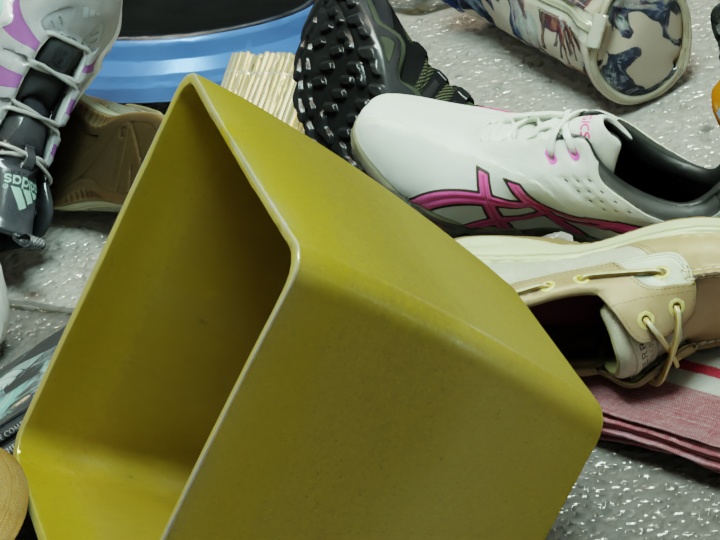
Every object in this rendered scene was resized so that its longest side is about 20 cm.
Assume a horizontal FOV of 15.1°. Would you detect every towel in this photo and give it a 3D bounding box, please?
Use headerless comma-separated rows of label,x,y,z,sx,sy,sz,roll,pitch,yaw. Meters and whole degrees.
towel,0.198,0.035,1.324,0.200,0.023,0.144,-32,32,-34

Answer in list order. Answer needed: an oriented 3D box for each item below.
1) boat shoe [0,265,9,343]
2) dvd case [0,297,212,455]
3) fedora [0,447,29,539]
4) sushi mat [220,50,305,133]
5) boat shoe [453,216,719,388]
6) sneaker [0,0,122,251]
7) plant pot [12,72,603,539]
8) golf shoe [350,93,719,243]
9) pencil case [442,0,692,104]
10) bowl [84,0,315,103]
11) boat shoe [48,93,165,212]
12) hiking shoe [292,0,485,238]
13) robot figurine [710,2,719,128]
boat shoe,-0.251,-0.043,1.495,0.072,0.200,0.069,-37,2,18
dvd case,-0.149,0.054,1.323,0.199,0.022,0.146,-32,11,11
fedora,-0.225,0.157,1.206,0.200,0.082,0.201,-21,28,12
sushi mat,-0.057,-0.041,1.468,0.095,0.012,0.201,-1,54,29
boat shoe,0.125,0.023,1.291,0.199,0.074,0.067,-5,44,9
sneaker,-0.190,-0.072,1.550,0.077,0.200,0.140,18,37,-32
plant pot,-0.016,0.063,1.162,0.176,0.201,0.200,18,18,-24
golf shoe,0.094,-0.054,1.336,0.199,0.092,0.073,19,45,3
pencil case,0.121,-0.165,1.646,0.089,0.078,0.200,1,20,-29
bowl,-0.113,-0.149,1.716,0.199,0.040,0.201,-5,18,2
boat shoe,-0.140,-0.066,1.607,0.065,0.073,0.200,12,-2,-36
hiking shoe,0.034,-0.067,1.443,0.100,0.201,0.076,0,-30,-43
robot figurine,0.237,-0.077,1.412,0.145,0.058,0.200,30,20,-4
